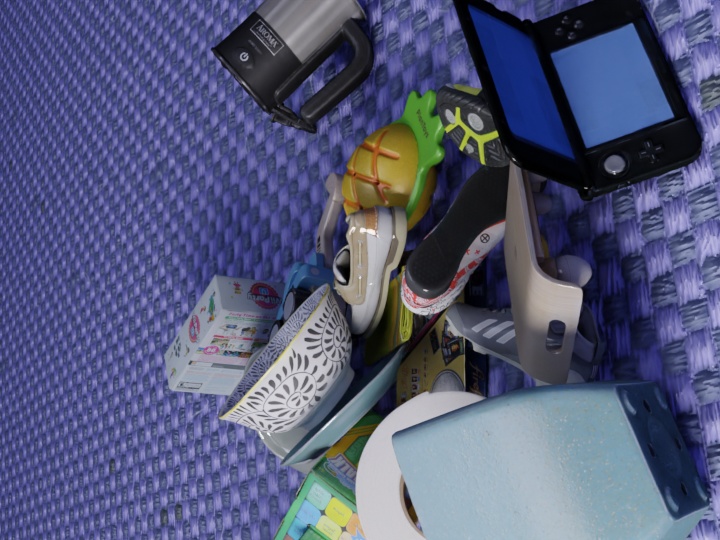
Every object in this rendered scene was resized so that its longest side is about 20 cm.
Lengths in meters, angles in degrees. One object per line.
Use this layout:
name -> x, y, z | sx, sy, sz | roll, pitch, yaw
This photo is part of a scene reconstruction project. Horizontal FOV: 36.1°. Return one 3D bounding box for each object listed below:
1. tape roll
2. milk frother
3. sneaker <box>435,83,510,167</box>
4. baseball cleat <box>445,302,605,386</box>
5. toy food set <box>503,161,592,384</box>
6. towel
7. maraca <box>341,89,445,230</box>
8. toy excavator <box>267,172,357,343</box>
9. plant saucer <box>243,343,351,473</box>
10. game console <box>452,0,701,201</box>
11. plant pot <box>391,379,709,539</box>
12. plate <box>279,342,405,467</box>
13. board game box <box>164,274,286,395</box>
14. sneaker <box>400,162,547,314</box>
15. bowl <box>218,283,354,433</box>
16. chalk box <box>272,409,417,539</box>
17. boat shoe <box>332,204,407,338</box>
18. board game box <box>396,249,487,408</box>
tape roll -> 0.093, 0.224, 1.120 | 0.037, 0.199, 0.207 | 64, -160, -73
milk frother -> -0.079, -0.297, 1.522 | 0.188, 0.181, 0.200 | -43, 8, 1
sneaker -> 0.164, -0.149, 1.124 | 0.198, 0.076, 0.076 | 26, 146, 33
baseball cleat -> 0.172, 0.055, 1.130 | 0.199, 0.069, 0.108 | 31, 106, 42
toy food set -> 0.173, -0.017, 1.028 | 0.145, 0.059, 0.203 | 86, -178, -51
towel -> 0.031, 0.058, 1.318 | 0.200, 0.018, 0.088 | 132, 145, -71
maraca -> 0.044, -0.121, 1.310 | 0.201, 0.105, 0.138 | -56, 40, 35
toy excavator -> -0.053, -0.002, 1.467 | 0.202, 0.098, 0.196 | -97, 27, -43
plant saucer -> -0.084, 0.191, 1.423 | 0.197, 0.050, 0.203 | 19, 126, 28
game console -> 0.195, -0.180, 1.000 | 0.173, 0.117, 0.203 | -18, 62, 8
plant pot -> 0.181, 0.191, 0.958 | 0.198, 0.195, 0.199 | -30, 71, 29
plate -> -0.013, 0.160, 1.261 | 0.026, 0.200, 0.200 | 47, 135, 1
board game box -> -0.178, 0.099, 1.591 | 0.201, 0.145, 0.065 | -52, 43, 40
sneaker -> 0.115, -0.037, 1.178 | 0.067, 0.201, 0.108 | 41, 163, 10
bowl -> -0.068, 0.122, 1.293 | 0.201, 0.094, 0.201 | -50, 6, 7
chalk box -> -0.007, 0.271, 1.220 | 0.124, 0.200, 0.125 | 34, 120, 10
boat shoe -> 0.000, 0.000, 1.291 | 0.076, 0.067, 0.202 | -98, 17, -44
board game box -> 0.092, 0.073, 1.272 | 0.135, 0.034, 0.204 | -10, 77, 57
